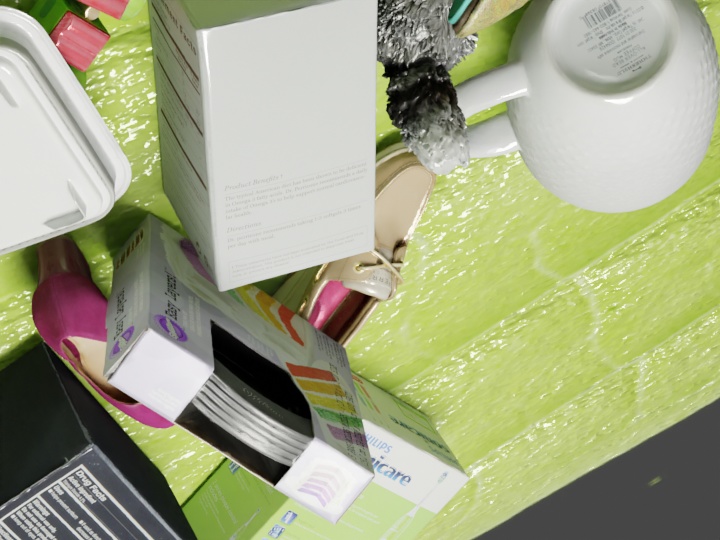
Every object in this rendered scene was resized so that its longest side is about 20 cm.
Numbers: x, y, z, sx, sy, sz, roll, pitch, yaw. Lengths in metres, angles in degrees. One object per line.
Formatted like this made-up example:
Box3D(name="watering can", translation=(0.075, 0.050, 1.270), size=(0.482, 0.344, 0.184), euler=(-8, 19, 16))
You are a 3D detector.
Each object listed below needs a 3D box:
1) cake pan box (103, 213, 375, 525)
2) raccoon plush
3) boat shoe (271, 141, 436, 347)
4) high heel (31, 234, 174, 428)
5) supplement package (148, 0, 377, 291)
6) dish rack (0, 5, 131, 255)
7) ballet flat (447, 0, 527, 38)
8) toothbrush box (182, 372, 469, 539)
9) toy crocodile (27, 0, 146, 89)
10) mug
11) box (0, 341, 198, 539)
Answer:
Box3D(name="cake pan box", translation=(-0.083, 0.063, 1.136), size=(0.184, 0.200, 0.052), euler=(34, 106, -17))
Box3D(name="raccoon plush", translation=(0.057, -0.179, 1.067), size=(0.096, 0.201, 0.134), euler=(-13, 151, -28))
Box3D(name="boat shoe", translation=(0.000, 0.000, 1.260), size=(0.073, 0.069, 0.201), euler=(18, 114, -39))
Box3D(name="high heel", translation=(-0.173, 0.071, 1.191), size=(0.067, 0.097, 0.200), euler=(-26, 133, 8))
Box3D(name="supplement package", translation=(-0.063, -0.109, 1.102), size=(0.116, 0.118, 0.201), euler=(-14, 131, -18))
Box3D(name="dish rack", translation=(-0.255, -0.061, 1.036), size=(0.198, 0.044, 0.172), euler=(-17, 136, 11))
Box3D(name="ballet flat", translation=(0.115, -0.218, 1.032), size=(0.071, 0.070, 0.201), euler=(41, 63, -44))
Box3D(name="toothbrush box", translation=(-0.035, 0.189, 1.380), size=(0.200, 0.086, 0.145), euler=(-47, 134, 12))
Box3D(name="toy crocodile", translation=(-0.182, -0.143, 1.044), size=(0.067, 0.062, 0.201), euler=(21, 113, -40))
Box3D(name="mug", translation=(0.145, -0.123, 1.158), size=(0.198, 0.149, 0.175), euler=(-17, 166, 5))
Box3D(name="box", translation=(-0.243, 0.192, 1.232), size=(0.198, 0.123, 0.200), euler=(-33, 137, -2))
